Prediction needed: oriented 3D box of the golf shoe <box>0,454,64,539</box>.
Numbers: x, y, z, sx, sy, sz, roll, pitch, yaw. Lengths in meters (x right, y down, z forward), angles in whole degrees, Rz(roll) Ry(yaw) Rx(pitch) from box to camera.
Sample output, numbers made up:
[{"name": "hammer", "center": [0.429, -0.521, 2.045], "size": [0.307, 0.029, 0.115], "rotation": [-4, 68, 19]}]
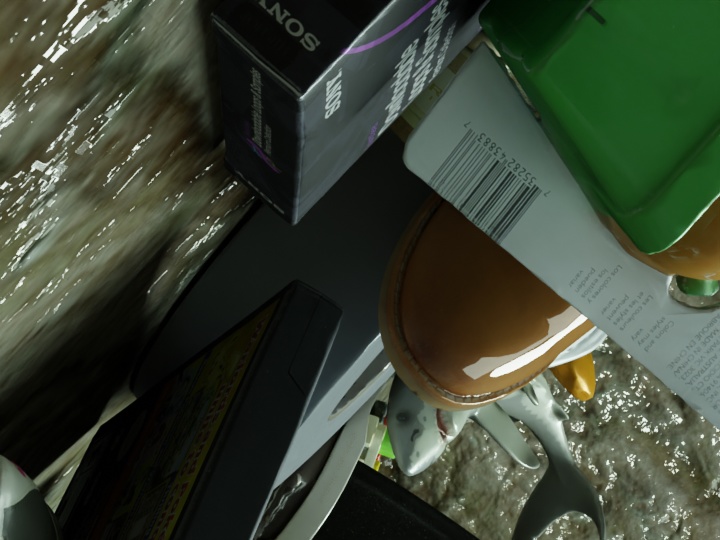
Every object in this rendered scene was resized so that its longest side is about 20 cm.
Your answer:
[{"name": "golf shoe", "center": [-0.164, 0.132, 0.604], "size": [0.200, 0.077, 0.088], "rotation": [-51, 161, -27]}]

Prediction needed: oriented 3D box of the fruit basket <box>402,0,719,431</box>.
[{"name": "fruit basket", "center": [0.137, -0.046, 0.607], "size": [0.186, 0.200, 0.094], "rotation": [-49, -151, 9]}]

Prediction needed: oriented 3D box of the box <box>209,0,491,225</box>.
[{"name": "box", "center": [0.038, -0.107, 0.581], "size": [0.200, 0.036, 0.143], "rotation": [-45, 173, -9]}]

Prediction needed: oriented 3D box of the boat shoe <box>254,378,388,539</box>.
[{"name": "boat shoe", "center": [-0.016, 0.043, 0.978], "size": [0.072, 0.059, 0.201], "rotation": [-53, -172, 51]}]

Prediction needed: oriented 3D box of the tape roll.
[{"name": "tape roll", "center": [0.000, 0.000, 0.845], "size": [0.200, 0.066, 0.200], "rotation": [-46, 174, -7]}]

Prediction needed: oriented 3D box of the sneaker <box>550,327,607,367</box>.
[{"name": "sneaker", "center": [0.101, -0.040, 0.964], "size": [0.200, 0.074, 0.100], "rotation": [-54, 153, -38]}]

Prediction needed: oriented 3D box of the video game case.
[{"name": "video game case", "center": [-0.087, 0.116, 0.705], "size": [0.181, 0.025, 0.201], "rotation": [-36, -154, 56]}]

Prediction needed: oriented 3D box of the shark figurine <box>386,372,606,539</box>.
[{"name": "shark figurine", "center": [0.051, 0.067, 1.054], "size": [0.089, 0.129, 0.214], "rotation": [-11, 156, 26]}]

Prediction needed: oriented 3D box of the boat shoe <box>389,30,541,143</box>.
[{"name": "boat shoe", "center": [0.084, -0.108, 0.734], "size": [0.200, 0.073, 0.063], "rotation": [-34, 172, -35]}]

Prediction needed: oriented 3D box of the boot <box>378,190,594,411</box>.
[{"name": "boot", "center": [0.110, -0.028, 0.702], "size": [0.199, 0.077, 0.155], "rotation": [-28, -177, -35]}]

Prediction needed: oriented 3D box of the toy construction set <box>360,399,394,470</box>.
[{"name": "toy construction set", "center": [-0.029, 0.152, 1.462], "size": [0.200, 0.092, 0.132], "rotation": [-43, -155, 61]}]

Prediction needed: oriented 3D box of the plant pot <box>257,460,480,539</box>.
[{"name": "plant pot", "center": [-0.053, 0.180, 1.086], "size": [0.200, 0.177, 0.200], "rotation": [-45, 174, -12]}]

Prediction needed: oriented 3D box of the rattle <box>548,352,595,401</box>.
[{"name": "rattle", "center": [0.135, -0.060, 1.082], "size": [0.200, 0.143, 0.130], "rotation": [-40, 157, -15]}]
